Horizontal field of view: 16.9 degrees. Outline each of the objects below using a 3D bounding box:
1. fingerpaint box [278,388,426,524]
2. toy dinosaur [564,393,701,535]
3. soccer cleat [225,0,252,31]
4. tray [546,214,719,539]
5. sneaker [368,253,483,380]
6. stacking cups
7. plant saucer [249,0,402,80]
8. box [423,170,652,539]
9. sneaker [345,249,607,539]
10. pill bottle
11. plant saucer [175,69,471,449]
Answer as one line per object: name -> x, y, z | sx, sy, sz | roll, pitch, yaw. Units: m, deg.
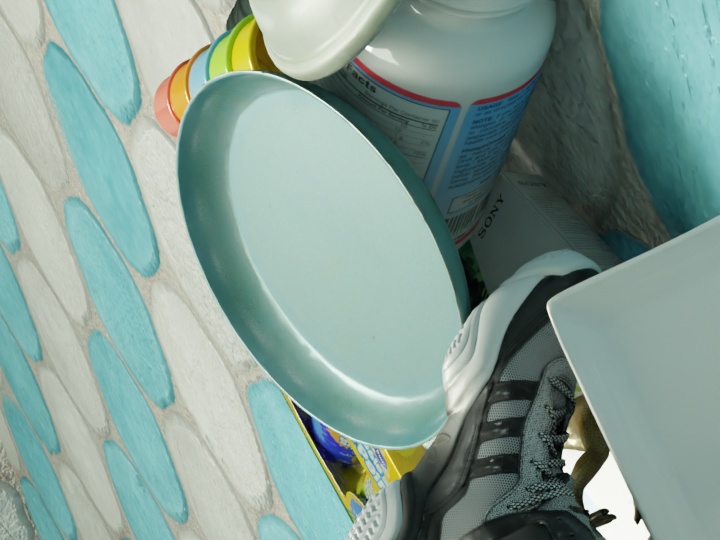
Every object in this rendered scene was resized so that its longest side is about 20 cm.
fingerpaint box -> 0.006, 0.078, 1.557 | 0.201, 0.073, 0.167 | 61, 163, 11
toy dinosaur -> 0.121, 0.072, 1.122 | 0.200, 0.058, 0.102 | -31, 51, 38
soccer cleat -> -0.029, -0.170, 1.337 | 0.200, 0.067, 0.081 | -22, 83, 67
tray -> 0.169, 0.080, 1.042 | 0.201, 0.107, 0.022 | 64, -174, 0
sneaker -> 0.000, 0.000, 1.245 | 0.200, 0.072, 0.073 | 49, 156, 25
stacking cups -> -0.065, -0.109, 1.344 | 0.061, 0.060, 0.200 | 66, 160, -6
plant saucer -> -0.011, -0.185, 1.067 | 0.200, 0.050, 0.201 | -48, 32, 44
box -> 0.099, 0.065, 1.200 | 0.200, 0.036, 0.145 | 50, 122, 40
sneaker -> 0.080, 0.091, 1.062 | 0.114, 0.200, 0.076 | 23, 164, 35
pill bottle -> 0.030, -0.099, 1.146 | 0.109, 0.108, 0.200 | 56, 149, 26
plant saucer -> -0.014, -0.008, 1.155 | 0.200, 0.027, 0.201 | 34, 141, 33
